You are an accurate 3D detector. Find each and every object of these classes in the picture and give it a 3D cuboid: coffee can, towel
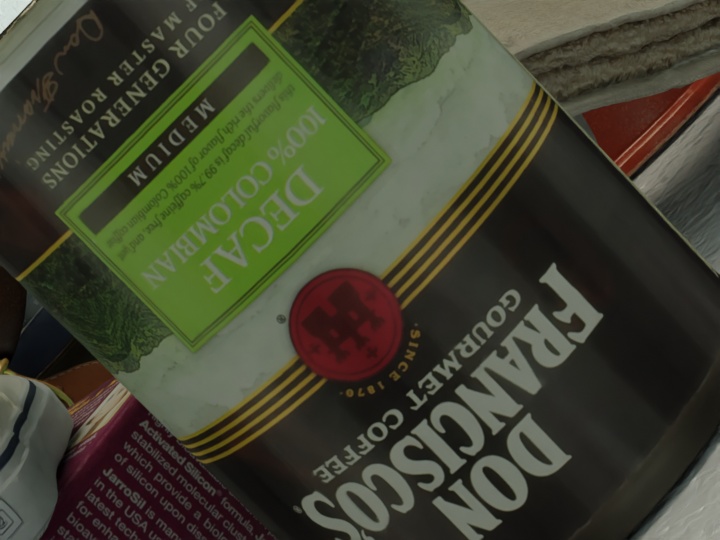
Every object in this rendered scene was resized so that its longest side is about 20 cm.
[{"bbox_3d":[-0.008,-0.010,0.562,0.146,0.200,0.146,-44,8,8],"label":"coffee can"},{"bbox_3d":[0.086,-0.095,0.702,0.199,0.035,0.132,-18,24,-27],"label":"towel"}]

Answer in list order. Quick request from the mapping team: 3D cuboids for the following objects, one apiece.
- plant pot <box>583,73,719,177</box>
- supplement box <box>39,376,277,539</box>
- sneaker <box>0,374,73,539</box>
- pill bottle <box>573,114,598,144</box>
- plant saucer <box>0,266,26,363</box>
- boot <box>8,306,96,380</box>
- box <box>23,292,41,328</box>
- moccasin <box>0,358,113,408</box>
[{"bbox_3d":[0.051,-0.135,0.893,0.201,0.195,0.201,-44,8,8],"label":"plant pot"},{"bbox_3d":[-0.090,0.122,0.655,0.131,0.103,0.200,-36,13,45],"label":"supplement box"},{"bbox_3d":[-0.134,0.050,0.619,0.073,0.071,0.200,-45,10,-9],"label":"sneaker"},{"bbox_3d":[0.000,0.000,0.788,0.200,0.110,0.110,-38,11,42],"label":"pill bottle"},{"bbox_3d":[-0.226,0.060,0.857,0.199,0.035,0.200,-29,-8,-4],"label":"plant saucer"},{"bbox_3d":[-0.154,0.069,1.013,0.200,0.097,0.075,-41,9,20],"label":"boot"},{"bbox_3d":[-0.159,0.000,1.082,0.200,0.182,0.104,-40,9,29],"label":"box"},{"bbox_3d":[-0.155,0.065,0.769,0.073,0.078,0.201,18,21,37],"label":"moccasin"}]
